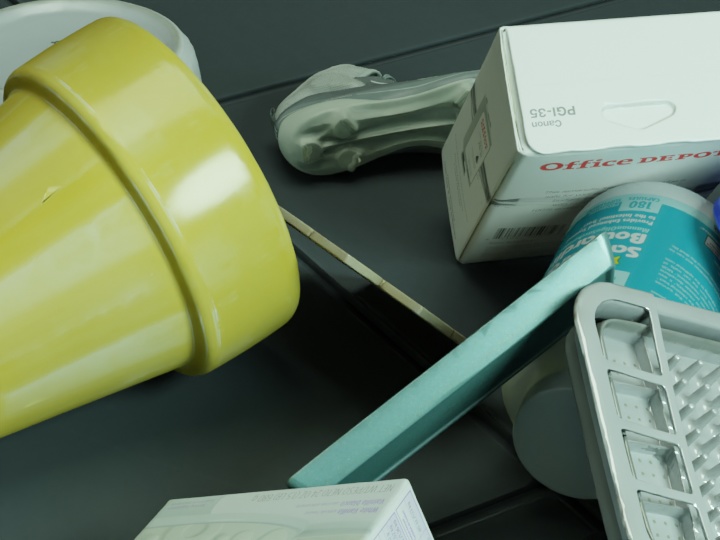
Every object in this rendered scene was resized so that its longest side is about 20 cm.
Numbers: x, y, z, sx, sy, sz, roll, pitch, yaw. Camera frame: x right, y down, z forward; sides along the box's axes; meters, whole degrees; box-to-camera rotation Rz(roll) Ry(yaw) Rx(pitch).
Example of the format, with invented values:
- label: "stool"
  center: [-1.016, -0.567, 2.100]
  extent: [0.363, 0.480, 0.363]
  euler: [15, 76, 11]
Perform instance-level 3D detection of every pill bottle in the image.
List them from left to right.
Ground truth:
- label: "pill bottle"
  center: [0.143, 0.041, 1.148]
  extent: [0.111, 0.111, 0.200]
  euler: [10, 32, 16]

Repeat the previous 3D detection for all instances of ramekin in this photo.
- label: "ramekin"
  center: [-0.196, -0.111, 1.411]
  extent: [0.202, 0.094, 0.202]
  euler: [0, 31, 0]

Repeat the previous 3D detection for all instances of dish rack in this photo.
- label: "dish rack"
  center: [0.186, 0.100, 1.023]
  extent: [0.200, 0.044, 0.172]
  euler: [13, 48, -29]

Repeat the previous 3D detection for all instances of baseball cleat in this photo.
- label: "baseball cleat"
  center: [0.037, -0.118, 1.448]
  extent: [0.200, 0.070, 0.106]
  euler: [-6, 32, -12]

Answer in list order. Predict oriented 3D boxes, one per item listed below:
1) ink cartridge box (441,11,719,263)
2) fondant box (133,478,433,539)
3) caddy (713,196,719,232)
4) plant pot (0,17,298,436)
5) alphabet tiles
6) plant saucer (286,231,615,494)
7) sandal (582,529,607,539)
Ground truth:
- label: "ink cartridge box"
  center: [0.140, -0.077, 1.257]
  extent: [0.146, 0.200, 0.083]
  euler: [-5, 73, -10]
- label: "fondant box"
  center: [-0.068, 0.174, 0.933]
  extent: [0.144, 0.058, 0.200]
  euler: [-9, 24, 32]
- label: "caddy"
  center: [0.278, -0.003, 1.181]
  extent: [0.141, 0.105, 0.200]
  euler: [53, 24, 21]
- label: "plant pot"
  center: [-0.167, -0.008, 1.153]
  extent: [0.189, 0.201, 0.201]
  euler: [-34, 43, -20]
- label: "alphabet tiles"
  center: [0.000, 0.000, 1.203]
  extent: [0.200, 0.166, 0.006]
  euler: [35, 89, 43]
- label: "plant saucer"
  center: [0.049, 0.056, 1.040]
  extent: [0.200, 0.070, 0.019]
  euler: [-37, 72, -7]
- label: "sandal"
  center: [0.145, 0.178, 0.981]
  extent: [0.075, 0.048, 0.200]
  euler: [-6, 31, -11]
